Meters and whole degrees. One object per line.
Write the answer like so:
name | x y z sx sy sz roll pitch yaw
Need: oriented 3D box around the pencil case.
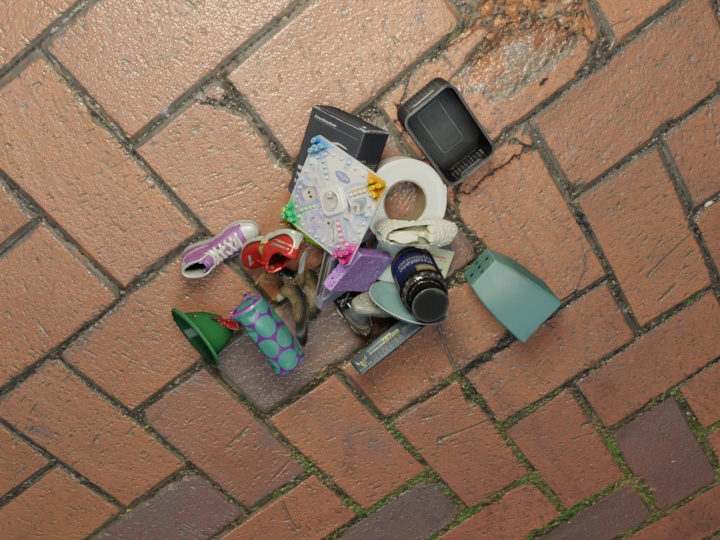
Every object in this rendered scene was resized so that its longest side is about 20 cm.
pencil case | -0.214 0.149 1.418 0.092 0.085 0.201 -22 117 23

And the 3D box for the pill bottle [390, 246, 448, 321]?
pill bottle | 0.140 0.032 1.428 0.111 0.200 0.113 -3 116 -7

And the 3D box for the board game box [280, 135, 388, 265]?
board game box | -0.062 -0.144 1.273 0.200 0.026 0.201 37 116 22

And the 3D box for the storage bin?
storage bin | 0.190 -0.310 1.373 0.135 0.094 0.200 -38 117 9

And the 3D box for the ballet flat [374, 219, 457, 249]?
ballet flat | 0.131 -0.077 1.384 0.198 0.072 0.072 -2 116 -12

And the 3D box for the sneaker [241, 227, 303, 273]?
sneaker | -0.206 -0.032 1.366 0.077 0.086 0.199 24 149 -35

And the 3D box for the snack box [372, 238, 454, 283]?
snack box | 0.123 -0.022 1.533 0.198 0.037 0.117 12 114 -14

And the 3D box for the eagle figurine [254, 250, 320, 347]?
eagle figurine | -0.152 0.059 1.477 0.152 0.151 0.200 -44 104 -21

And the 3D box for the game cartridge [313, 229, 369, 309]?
game cartridge | -0.041 -0.011 1.412 0.129 0.038 0.201 -30 149 -37

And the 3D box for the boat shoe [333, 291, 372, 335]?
boat shoe | -0.030 0.082 1.546 0.073 0.060 0.201 -28 117 5

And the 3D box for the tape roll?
tape roll | 0.097 -0.161 1.424 0.200 0.071 0.204 -3 105 -11

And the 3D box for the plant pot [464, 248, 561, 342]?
plant pot | 0.370 0.047 1.558 0.199 0.142 0.141 37 105 -16

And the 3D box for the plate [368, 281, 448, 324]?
plate | 0.112 0.083 1.469 0.198 0.201 0.026 11 114 -14

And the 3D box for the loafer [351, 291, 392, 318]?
loafer | 0.059 0.092 1.537 0.199 0.070 0.070 1 136 -34

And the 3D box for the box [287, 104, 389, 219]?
box | -0.049 -0.234 1.326 0.147 0.104 0.201 32 114 25

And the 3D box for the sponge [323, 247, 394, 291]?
sponge | 0.000 0.000 1.412 0.030 0.200 0.112 46 106 18

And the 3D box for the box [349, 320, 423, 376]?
box | 0.077 0.178 1.557 0.200 0.158 0.051 -41 82 12

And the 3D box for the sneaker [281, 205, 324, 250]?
sneaker | -0.099 -0.101 1.450 0.199 0.074 0.084 31 84 -19

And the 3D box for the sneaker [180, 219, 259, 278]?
sneaker | -0.320 -0.040 1.410 0.199 0.114 0.073 -28 116 4

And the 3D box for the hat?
hat | -0.333 0.121 1.511 0.176 0.166 0.200 -41 90 -25
